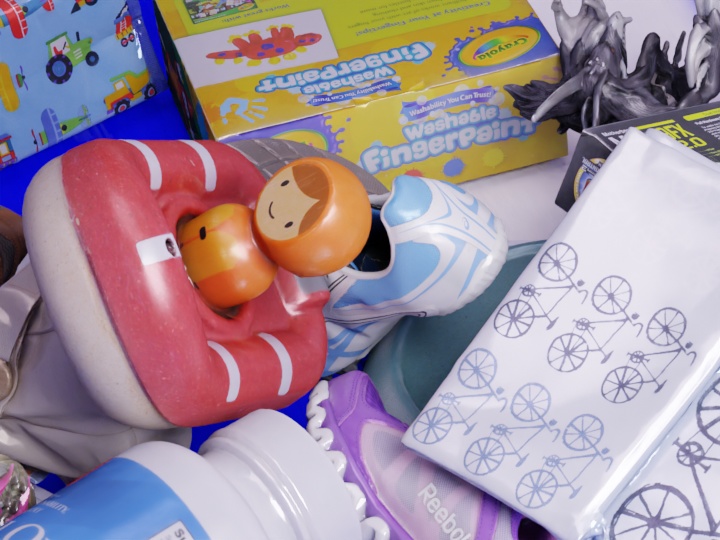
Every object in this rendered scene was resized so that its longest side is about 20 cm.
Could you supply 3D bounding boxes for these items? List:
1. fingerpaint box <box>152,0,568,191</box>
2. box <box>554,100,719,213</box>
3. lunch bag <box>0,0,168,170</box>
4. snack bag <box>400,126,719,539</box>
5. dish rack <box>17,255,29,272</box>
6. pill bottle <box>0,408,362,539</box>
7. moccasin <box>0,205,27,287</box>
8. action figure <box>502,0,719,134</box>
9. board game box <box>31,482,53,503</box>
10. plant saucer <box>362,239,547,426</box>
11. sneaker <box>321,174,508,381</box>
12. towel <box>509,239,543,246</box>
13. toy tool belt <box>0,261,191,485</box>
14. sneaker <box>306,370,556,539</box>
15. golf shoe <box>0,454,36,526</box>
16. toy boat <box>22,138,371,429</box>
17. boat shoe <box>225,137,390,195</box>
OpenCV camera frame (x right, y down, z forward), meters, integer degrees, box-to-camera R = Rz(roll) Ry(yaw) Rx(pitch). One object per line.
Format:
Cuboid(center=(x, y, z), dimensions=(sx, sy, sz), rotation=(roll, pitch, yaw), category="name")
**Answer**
Cuboid(center=(-0.002, -0.112, 1.459), dimensions=(0.198, 0.074, 0.167), rotation=(-15, 38, -10), category="fingerpaint box")
Cuboid(center=(0.216, -0.023, 1.221), dimensions=(0.199, 0.045, 0.160), rotation=(-14, 42, -45), category="box")
Cuboid(center=(-0.234, -0.140, 1.537), dimensions=(0.150, 0.095, 0.200), rotation=(-27, 30, -23), category="lunch bag")
Cuboid(center=(0.144, 0.048, 1.093), dimensions=(0.199, 0.021, 0.189), rotation=(31, 75, 31), category="snack bag")
Cuboid(center=(-0.238, 0.038, 1.328), dimensions=(0.171, 0.044, 0.200), rotation=(18, 45, 27), category="dish rack")
Cuboid(center=(-0.100, 0.140, 1.063), dimensions=(0.199, 0.113, 0.112), rotation=(-31, 44, -30), category="pill bottle")
Cuboid(center=(-0.247, -0.007, 1.271), dimensions=(0.200, 0.074, 0.078), rotation=(-11, 21, 38), category="moccasin")
Cuboid(center=(0.152, -0.112, 1.359), dimensions=(0.118, 0.103, 0.200), rotation=(6, 7, 28), category="action figure")
Cuboid(center=(-0.125, 0.174, 1.143), dimensions=(0.199, 0.035, 0.126), rotation=(23, 46, 32), category="board game box")
Cuboid(center=(0.095, 0.045, 1.249), dimensions=(0.198, 0.028, 0.201), rotation=(-6, 40, 5), category="plant saucer")
Cuboid(center=(0.000, 0.000, 1.242), dimensions=(0.072, 0.200, 0.072), rotation=(38, 60, -12), category="sneaker")
Cuboid(center=(0.112, 0.051, 1.276), dimensions=(0.146, 0.024, 0.201), rotation=(2, 39, 12), category="towel")
Cuboid(center=(-0.135, 0.040, 1.241), dimensions=(0.122, 0.126, 0.200), rotation=(-11, 10, 20), category="toy tool belt")
Cuboid(center=(0.042, 0.113, 1.147), dimensions=(0.088, 0.081, 0.201), rotation=(-32, 46, 1), category="sneaker")
Cuboid(center=(-0.223, 0.152, 1.102), dimensions=(0.092, 0.073, 0.200), rotation=(31, 79, 36), category="golf shoe")
Cuboid(center=(-0.055, -0.008, 1.122), dimensions=(0.130, 0.131, 0.200), rotation=(-26, -8, 23), category="toy boat")
Cuboid(center=(-0.072, -0.021, 1.351), dimensions=(0.199, 0.072, 0.076), rotation=(2, 49, -25), category="boat shoe")
